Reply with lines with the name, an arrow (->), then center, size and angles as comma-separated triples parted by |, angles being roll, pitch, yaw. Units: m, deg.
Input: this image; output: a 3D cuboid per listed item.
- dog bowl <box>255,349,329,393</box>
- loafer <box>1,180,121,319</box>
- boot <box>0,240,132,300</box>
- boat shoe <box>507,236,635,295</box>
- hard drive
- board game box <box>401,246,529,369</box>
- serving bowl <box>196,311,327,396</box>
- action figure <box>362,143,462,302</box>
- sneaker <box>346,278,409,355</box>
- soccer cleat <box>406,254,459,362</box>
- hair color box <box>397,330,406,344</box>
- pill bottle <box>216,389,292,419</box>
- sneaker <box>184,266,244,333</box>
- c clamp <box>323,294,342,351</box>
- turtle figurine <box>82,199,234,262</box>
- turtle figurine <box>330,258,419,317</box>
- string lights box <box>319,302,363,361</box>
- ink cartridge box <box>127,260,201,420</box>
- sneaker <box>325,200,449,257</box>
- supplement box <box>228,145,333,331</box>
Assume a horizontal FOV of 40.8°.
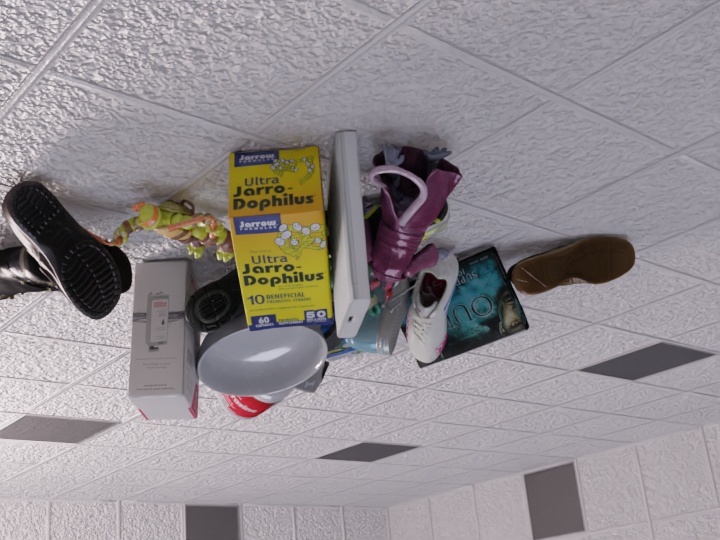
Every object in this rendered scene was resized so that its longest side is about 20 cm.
dog bowl -> -0.148, 0.149, 1.627 | 0.197, 0.059, 0.200 | 22, 176, 1
loafer -> -0.362, -0.028, 1.176 | 0.070, 0.073, 0.202 | 13, 138, 50
boot -> -0.419, 0.002, 1.301 | 0.148, 0.075, 0.199 | -8, 174, 27
boat shoe -> 0.322, -0.010, 1.493 | 0.197, 0.073, 0.072 | -15, -170, -5
hard drive -> -0.016, -0.039, 1.121 | 0.026, 0.203, 0.132 | -2, 159, -9
board game box -> 0.150, 0.061, 1.509 | 0.198, 0.137, 0.028 | -24, -174, 30
serving bowl -> -0.151, 0.111, 1.457 | 0.197, 0.067, 0.201 | -10, 144, -7
action figure -> 0.055, -0.046, 1.151 | 0.132, 0.149, 0.203 | 15, 114, 0
sneaker -> 0.025, 0.049, 1.435 | 0.080, 0.201, 0.075 | 6, 119, 11
soccer cleat -> 0.098, 0.063, 1.462 | 0.069, 0.086, 0.203 | 19, 121, 18
hair color box -> 0.092, 0.070, 1.621 | 0.198, 0.062, 0.100 | -18, 155, 29
pill bottle -> -0.188, 0.203, 1.814 | 0.111, 0.114, 0.200 | 6, 156, -28
sneaker -> -0.163, 0.020, 1.370 | 0.198, 0.077, 0.091 | -27, -178, -16
c clamp -> -0.067, 0.053, 1.511 | 0.198, 0.027, 0.172 | 18, 117, -30
turtle figurine -> -0.237, -0.055, 1.214 | 0.197, 0.066, 0.161 | -7, 165, 25
turtle figurine -> 0.000, 0.000, 1.379 | 0.197, 0.102, 0.150 | -16, -162, 28
string lights box -> -0.068, 0.097, 1.648 | 0.102, 0.060, 0.199 | -18, 155, 31
ink cartridge box -> -0.283, 0.104, 1.419 | 0.081, 0.203, 0.147 | -1, 159, -1
sneaker -> 0.025, -0.050, 1.282 | 0.197, 0.077, 0.076 | -10, 158, 13
supplement box -> -0.093, -0.035, 1.156 | 0.107, 0.111, 0.202 | -5, 138, -2
